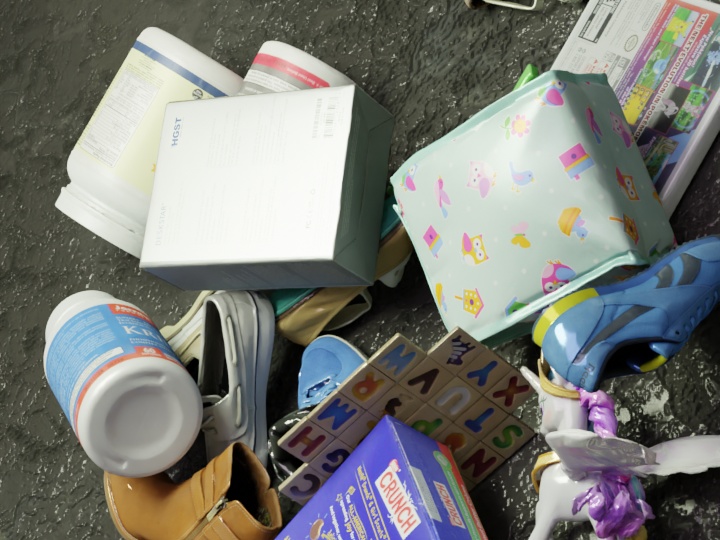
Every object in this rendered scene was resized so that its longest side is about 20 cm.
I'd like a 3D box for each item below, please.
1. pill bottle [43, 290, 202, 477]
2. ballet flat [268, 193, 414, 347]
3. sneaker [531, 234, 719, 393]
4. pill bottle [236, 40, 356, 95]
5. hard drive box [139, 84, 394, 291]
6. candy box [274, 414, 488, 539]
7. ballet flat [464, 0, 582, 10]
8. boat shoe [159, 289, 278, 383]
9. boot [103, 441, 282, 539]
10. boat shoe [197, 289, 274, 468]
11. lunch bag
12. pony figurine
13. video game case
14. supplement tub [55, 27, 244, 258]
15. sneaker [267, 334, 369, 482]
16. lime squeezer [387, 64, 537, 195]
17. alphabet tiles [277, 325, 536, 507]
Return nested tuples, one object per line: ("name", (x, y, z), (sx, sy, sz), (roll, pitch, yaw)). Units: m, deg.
("pill bottle", (-0.220, 0.092, 1.583), (0.113, 0.112, 0.200), (-55, 32, 5))
("ballet flat", (0.000, 0.000, 1.568), (0.199, 0.063, 0.069), (-37, 26, 29))
("sneaker", (0.221, 0.037, 1.291), (0.079, 0.199, 0.066), (48, 146, 34))
("pill bottle", (-0.087, -0.103, 1.662), (0.110, 0.110, 0.201), (24, 84, 46))
("hard drive box", (-0.081, -0.069, 1.532), (0.198, 0.077, 0.158), (-1, 72, 30))
("candy box", (0.006, 0.243, 1.354), (0.200, 0.077, 0.170), (-49, 35, 21))
("ballet flat", (0.167, -0.265, 1.562), (0.199, 0.068, 0.068), (-5, 85, 46))
("boat shoe", (-0.131, 0.064, 1.653), (0.200, 0.074, 0.069), (-40, 57, 25))
("boot", (-0.145, 0.199, 1.543), (0.201, 0.076, 0.156), (59, 135, 33))
("boat shoe", (-0.121, 0.118, 1.576), (0.072, 0.065, 0.202), (20, 105, 50))
("lunch bag", (0.127, -0.040, 1.397), (0.199, 0.122, 0.172), (-29, 78, 33))
("pony figurine", (0.176, 0.161, 1.284), (0.192, 0.165, 0.202), (5, 88, 51))
("video game case", (0.223, -0.139, 1.467), (0.182, 0.023, 0.201), (30, 89, 46))
("supplement tub", (-0.199, -0.120, 1.749), (0.145, 0.145, 0.201), (31, 91, 46))
("sneaker", (-0.032, 0.123, 1.498), (0.076, 0.111, 0.201), (-35, 49, 24))
("lime squeezer", (0.084, -0.093, 1.522), (0.200, 0.037, 0.071), (-40, 56, 41))
("alphabet tiles", (0.038, 0.132, 1.393), (0.200, 0.166, 0.006), (-43, 35, 17))
